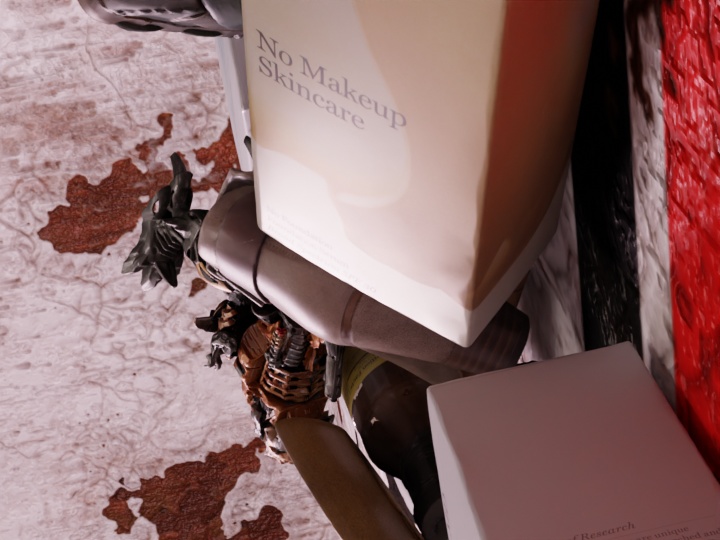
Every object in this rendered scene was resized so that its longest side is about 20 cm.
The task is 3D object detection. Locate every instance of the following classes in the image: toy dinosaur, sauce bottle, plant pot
[{"bbox_3d":[-0.040,-0.006,0.806,0.135,0.101,0.202,33,107,50],"label":"toy dinosaur"},{"bbox_3d":[0.024,0.063,0.810,0.201,0.064,0.065,-114,13,-52],"label":"sauce bottle"},{"bbox_3d":[0.027,0.146,0.736,0.201,0.027,0.200,55,178,3],"label":"plant pot"}]

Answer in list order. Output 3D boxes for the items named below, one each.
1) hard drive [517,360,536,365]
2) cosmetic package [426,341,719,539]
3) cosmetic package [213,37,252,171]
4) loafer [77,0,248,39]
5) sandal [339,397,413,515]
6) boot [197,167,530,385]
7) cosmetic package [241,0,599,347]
[{"bbox_3d":[0.095,0.159,0.701,0.140,0.032,0.202,-110,11,-65],"label":"hard drive"},{"bbox_3d":[0.082,0.121,0.487,0.200,0.080,0.114,-113,11,-64],"label":"cosmetic package"},{"bbox_3d":[-0.029,-0.158,0.944,0.200,0.121,0.202,96,164,-73],"label":"cosmetic package"},{"bbox_3d":[-0.052,-0.123,0.611,0.200,0.062,0.073,-43,-60,-75],"label":"loafer"},{"bbox_3d":[0.042,0.085,0.960,0.207,0.078,0.060,-127,27,-60],"label":"sandal"},{"bbox_3d":[0.000,0.000,0.707,0.200,0.145,0.071,149,146,-89],"label":"boot"},{"bbox_3d":[0.019,-0.073,0.530,0.105,0.071,0.201,29,149,20],"label":"cosmetic package"}]
